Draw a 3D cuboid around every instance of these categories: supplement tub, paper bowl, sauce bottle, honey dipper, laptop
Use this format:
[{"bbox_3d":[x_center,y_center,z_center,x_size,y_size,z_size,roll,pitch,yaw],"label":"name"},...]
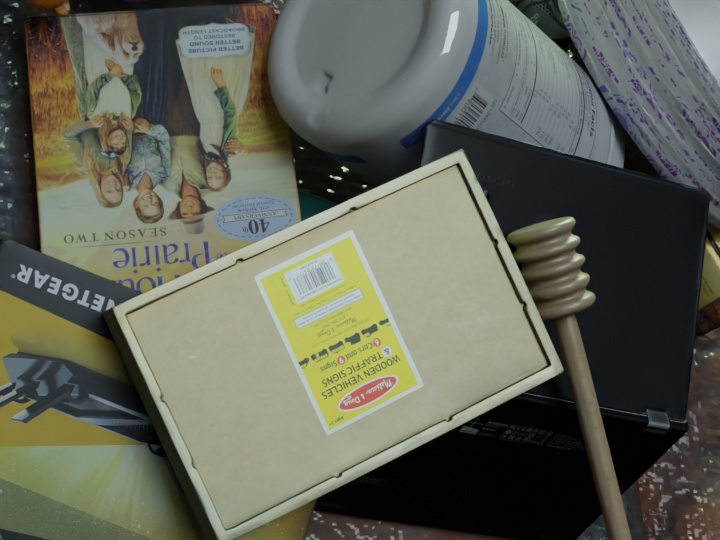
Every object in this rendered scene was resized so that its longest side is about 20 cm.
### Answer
[{"bbox_3d":[0.052,-0.096,1.043,0.200,0.131,0.133,32,48,-50],"label":"supplement tub"},{"bbox_3d":[0.217,-0.135,1.135,0.201,0.104,0.201,45,23,-25],"label":"paper bowl"},{"bbox_3d":[0.194,-0.055,1.195,0.066,0.066,0.201,-24,81,-37],"label":"sauce bottle"},{"bbox_3d":[0.120,0.073,0.950,0.038,0.038,0.202,-21,98,-36],"label":"honey dipper"},{"bbox_3d":[0.079,0.044,1.011,0.186,0.200,0.117,12,46,-25],"label":"laptop"}]

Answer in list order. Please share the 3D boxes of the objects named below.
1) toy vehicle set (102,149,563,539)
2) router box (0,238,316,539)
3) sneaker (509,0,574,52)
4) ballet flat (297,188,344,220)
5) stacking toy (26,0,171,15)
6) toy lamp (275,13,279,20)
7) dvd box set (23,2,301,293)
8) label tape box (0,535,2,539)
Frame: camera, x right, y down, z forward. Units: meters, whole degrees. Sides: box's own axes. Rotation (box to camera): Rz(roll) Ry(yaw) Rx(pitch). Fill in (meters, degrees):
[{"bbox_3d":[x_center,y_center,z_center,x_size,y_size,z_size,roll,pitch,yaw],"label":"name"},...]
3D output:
[{"bbox_3d":[-0.011,0.036,0.897,0.199,0.026,0.125,-24,91,-18],"label":"toy vehicle set"},{"bbox_3d":[-0.119,0.093,0.906,0.199,0.052,0.158,22,80,-20],"label":"router box"},{"bbox_3d":[0.099,-0.196,1.204,0.199,0.075,0.116,5,66,-30],"label":"sneaker"},{"bbox_3d":[0.000,0.000,1.043,0.198,0.065,0.071,14,65,4],"label":"ballet flat"},{"bbox_3d":[-0.118,-0.192,1.042,0.199,0.109,0.117,-33,106,-36],"label":"stacking toy"},{"bbox_3d":[0.018,-0.130,1.133,0.199,0.058,0.059,2,66,-31],"label":"toy lamp"},{"bbox_3d":[-0.108,-0.051,1.003,0.145,0.029,0.202,-4,68,-8],"label":"dvd box set"},{"bbox_3d":[-0.237,0.182,0.779,0.199,0.063,0.145,-28,98,-29],"label":"label tape box"}]
